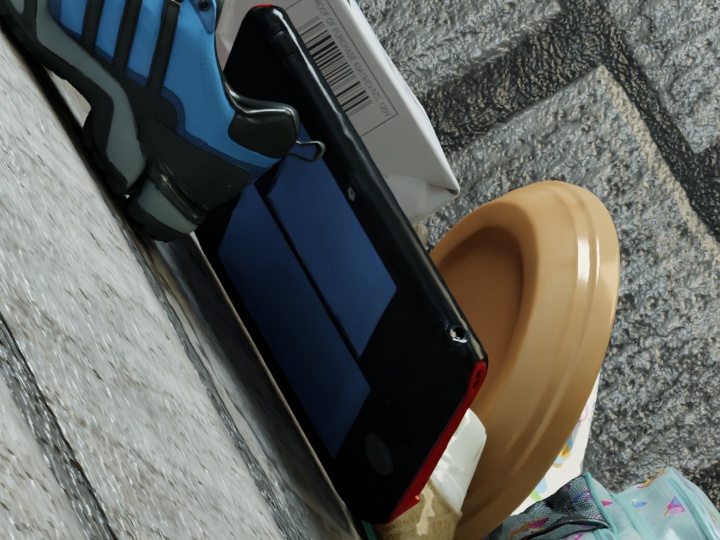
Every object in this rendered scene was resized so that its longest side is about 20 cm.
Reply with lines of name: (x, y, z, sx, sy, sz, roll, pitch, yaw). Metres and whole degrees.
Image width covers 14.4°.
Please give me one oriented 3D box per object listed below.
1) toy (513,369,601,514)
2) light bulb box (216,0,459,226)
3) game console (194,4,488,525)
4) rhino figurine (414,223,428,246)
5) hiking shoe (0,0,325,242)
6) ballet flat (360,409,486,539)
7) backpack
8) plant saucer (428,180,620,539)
toy: (0.074, 0.095, 1.664, 0.115, 0.047, 0.200, 35, 41, -20)
light bulb box: (-0.056, -0.109, 1.481, 0.199, 0.125, 0.200, 58, 5, -15)
game console: (-0.017, 0.003, 1.280, 0.200, 0.031, 0.177, 59, -22, 19)
rhino figurine: (0.000, 0.000, 1.605, 0.060, 0.087, 0.200, 56, 2, 4)
hiking shoe: (-0.101, -0.114, 1.199, 0.200, 0.087, 0.074, 58, 3, -18)
ballet flat: (0.020, 0.077, 1.400, 0.068, 0.072, 0.200, 54, 6, -34)
backpack: (0.140, 0.202, 1.439, 0.176, 0.153, 0.200, 63, 9, -11)
plant saucer: (0.060, 0.043, 1.466, 0.037, 0.200, 0.200, 24, 18, -22)
